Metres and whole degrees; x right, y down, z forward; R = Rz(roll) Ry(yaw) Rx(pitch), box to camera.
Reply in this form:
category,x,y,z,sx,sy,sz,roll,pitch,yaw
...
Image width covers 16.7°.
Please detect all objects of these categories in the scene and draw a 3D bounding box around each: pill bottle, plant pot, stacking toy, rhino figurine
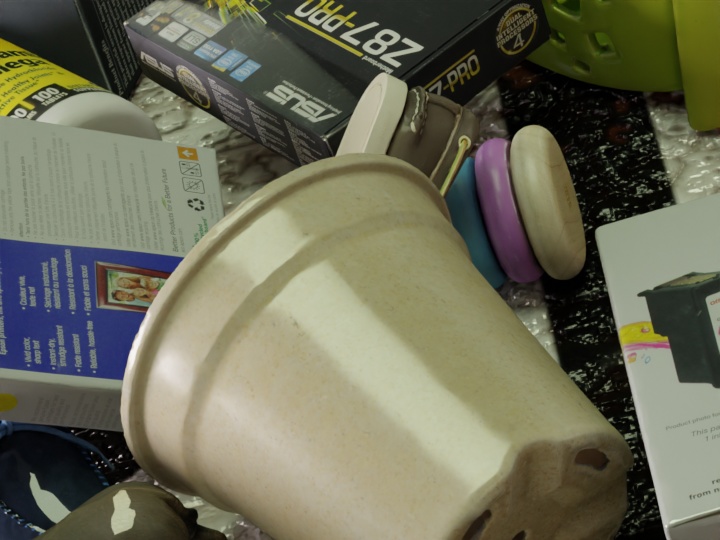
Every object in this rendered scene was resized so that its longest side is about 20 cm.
category,x,y,z,sx,sy,sz,roll,pitch,yaw
pill bottle,-0.216,-0.078,1.468,0.112,0.112,0.200,-40,44,-25
plant pot,0.020,0.077,1.153,0.200,0.200,0.183,-34,53,-18
plant pot,0.199,-0.210,1.402,0.199,0.200,0.181,-36,50,-21
stacking toy,0.017,-0.014,1.339,0.200,0.085,0.085,-15,39,14
rhino figurine,-0.158,0.167,1.176,0.200,0.087,0.060,-29,35,3

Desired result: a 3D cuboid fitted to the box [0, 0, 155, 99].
category,x,y,z,sx,sy,sz,roll,pitch,yaw
box,-0.205,-0.201,1.614,0.148,0.107,0.200,1,42,21

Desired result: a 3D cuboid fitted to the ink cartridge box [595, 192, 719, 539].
category,x,y,z,sx,sy,sz,roll,pitch,yaw
ink cartridge box,0.172,0.082,1.102,0.083,0.146,0.200,-16,38,7

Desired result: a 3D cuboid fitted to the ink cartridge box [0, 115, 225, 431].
category,x,y,z,sx,sy,sz,roll,pitch,yaw
ink cartridge box,-0.164,-0.002,1.285,0.200,0.047,0.198,6,44,-18

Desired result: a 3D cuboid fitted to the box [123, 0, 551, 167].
category,x,y,z,sx,sy,sz,roll,pitch,yaw
box,-0.015,-0.137,1.412,0.161,0.049,0.200,-39,43,-19

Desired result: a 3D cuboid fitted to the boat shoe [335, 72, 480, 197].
category,x,y,z,sx,sy,sz,roll,pitch,yaw
boat shoe,0.000,0.000,1.271,0.060,0.200,0.072,20,8,-15

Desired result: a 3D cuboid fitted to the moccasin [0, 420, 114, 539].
category,x,y,z,sx,sy,sz,roll,pitch,yaw
moccasin,-0.203,0.079,1.273,0.200,0.068,0.080,35,55,20
